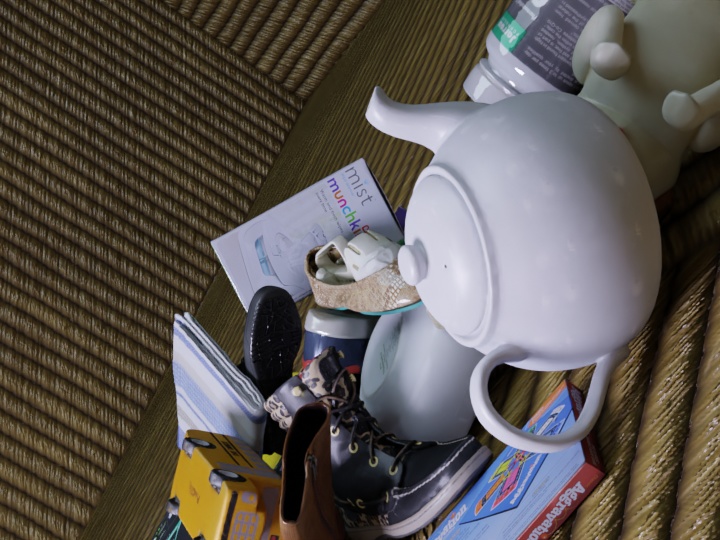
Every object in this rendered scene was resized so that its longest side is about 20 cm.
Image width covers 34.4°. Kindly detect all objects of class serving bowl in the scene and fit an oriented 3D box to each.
[{"bbox_3d":[0.047,0.079,1.013,0.200,0.065,0.203,-160,89,-74],"label":"serving bowl"}]

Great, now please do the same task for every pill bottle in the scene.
[{"bbox_3d":[0.199,-0.242,1.183,0.201,0.112,0.113,-54,12,20],"label":"pill bottle"}]

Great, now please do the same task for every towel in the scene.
[{"bbox_3d":[-0.138,0.152,1.145,0.024,0.147,0.202,-26,-37,-30],"label":"towel"}]

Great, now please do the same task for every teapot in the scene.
[{"bbox_3d":[0.095,-0.014,0.771,0.200,0.144,0.201,-139,38,-58],"label":"teapot"}]

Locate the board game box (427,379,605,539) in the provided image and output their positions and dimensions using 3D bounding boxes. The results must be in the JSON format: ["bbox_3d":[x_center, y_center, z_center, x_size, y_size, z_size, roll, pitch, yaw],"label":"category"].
[{"bbox_3d":[0.092,0.176,0.798,0.201,0.019,0.103,-54,14,21],"label":"board game box"}]

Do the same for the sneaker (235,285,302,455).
[{"bbox_3d":[-0.101,0.104,1.129,0.104,0.059,0.203,21,121,53],"label":"sneaker"}]

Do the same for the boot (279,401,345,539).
[{"bbox_3d":[-0.038,0.229,0.857,0.202,0.067,0.190,92,-169,-51],"label":"boot"}]

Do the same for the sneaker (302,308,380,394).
[{"bbox_3d":[-0.001,0.085,1.145,0.199,0.074,0.086,6,-86,-60],"label":"sneaker"}]

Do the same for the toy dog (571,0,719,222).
[{"bbox_3d":[0.205,-0.133,0.840,0.202,0.138,0.194,-57,-1,1],"label":"toy dog"}]

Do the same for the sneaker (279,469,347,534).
[{"bbox_3d":[-0.035,0.189,1.141,0.132,0.079,0.200,-64,14,-24],"label":"sneaker"}]

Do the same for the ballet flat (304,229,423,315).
[{"bbox_3d":[0.000,0.000,1.019,0.070,0.066,0.199,-39,15,-25],"label":"ballet flat"}]

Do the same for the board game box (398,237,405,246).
[{"bbox_3d":[0.098,-0.066,1.089,0.200,0.029,0.135,-44,-3,-28],"label":"board game box"}]

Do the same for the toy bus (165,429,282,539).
[{"bbox_3d":[-0.112,0.189,0.978,0.200,0.077,0.066,-164,89,-69],"label":"toy bus"}]

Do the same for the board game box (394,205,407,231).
[{"bbox_3d":[0.037,0.019,1.330,0.167,0.056,0.200,-58,12,3],"label":"board game box"}]

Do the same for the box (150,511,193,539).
[{"bbox_3d":[-0.123,0.299,1.050,0.126,0.147,0.200,-59,12,-3],"label":"box"}]

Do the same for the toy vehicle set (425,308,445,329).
[{"bbox_3d":[0.141,-0.036,0.946,0.123,0.027,0.202,1,51,32],"label":"toy vehicle set"}]

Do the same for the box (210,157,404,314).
[{"bbox_3d":[-0.049,-0.029,1.218,0.175,0.098,0.200,-30,1,1],"label":"box"}]

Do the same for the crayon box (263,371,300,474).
[{"bbox_3d":[-0.074,0.186,1.372,0.128,0.050,0.200,-60,12,-10],"label":"crayon box"}]

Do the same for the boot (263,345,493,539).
[{"bbox_3d":[0.007,0.131,0.918,0.073,0.151,0.200,-35,-3,-32],"label":"boot"}]
